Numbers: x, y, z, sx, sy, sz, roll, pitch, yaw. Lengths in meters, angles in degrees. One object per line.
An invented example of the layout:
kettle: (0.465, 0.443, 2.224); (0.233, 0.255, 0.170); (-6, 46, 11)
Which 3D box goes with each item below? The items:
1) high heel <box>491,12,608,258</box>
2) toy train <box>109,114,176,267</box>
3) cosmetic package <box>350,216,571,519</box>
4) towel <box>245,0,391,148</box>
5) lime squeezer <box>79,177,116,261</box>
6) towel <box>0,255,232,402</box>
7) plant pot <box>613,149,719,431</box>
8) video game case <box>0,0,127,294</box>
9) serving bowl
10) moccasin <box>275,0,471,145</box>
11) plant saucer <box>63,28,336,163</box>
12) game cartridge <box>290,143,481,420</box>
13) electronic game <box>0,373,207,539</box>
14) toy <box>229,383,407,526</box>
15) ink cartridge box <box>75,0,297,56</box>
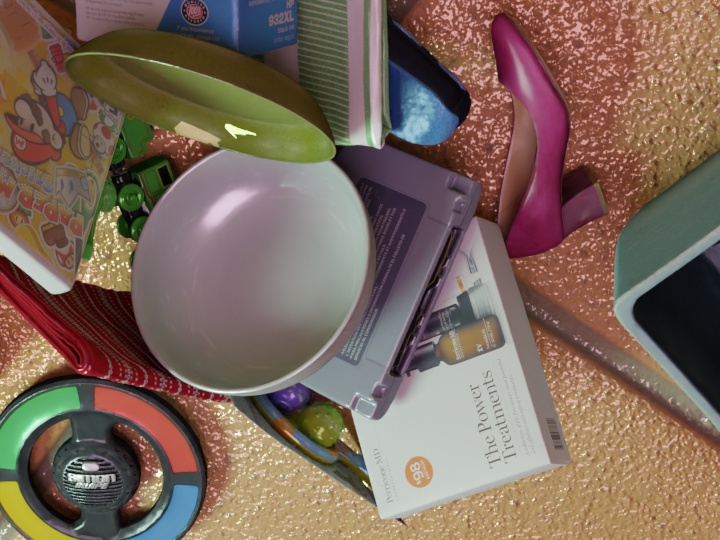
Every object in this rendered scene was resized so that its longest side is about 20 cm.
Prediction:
high heel: (0.119, -0.098, 1.127); (0.096, 0.067, 0.201); (-27, 116, 3)
toy train: (-0.173, -0.059, 1.170); (0.056, 0.042, 0.201); (-29, 115, -25)
cosmetic package: (0.062, 0.078, 1.144); (0.150, 0.052, 0.201); (-23, 74, 25)
towel: (-0.069, -0.171, 1.078); (0.199, 0.023, 0.153); (10, 116, 28)
lime squeezer: (-0.218, -0.041, 1.139); (0.038, 0.200, 0.071); (10, 87, -23)
towel: (-0.191, 0.046, 1.126); (0.145, 0.200, 0.023); (40, 99, 29)
plant pot: (0.312, -0.009, 1.091); (0.196, 0.200, 0.196); (-38, 109, 20)
video game case: (-0.246, -0.112, 1.002); (0.023, 0.183, 0.200); (-12, 140, 30)
serving bowl: (-0.074, 0.004, 1.115); (0.199, 0.201, 0.066); (-23, 155, 13)
moccasin: (-0.004, -0.166, 1.098); (0.200, 0.068, 0.081); (44, 126, 7)
plant saucer: (-0.108, -0.125, 1.021); (0.199, 0.200, 0.031); (18, 82, -6)
game cartridge: (0.000, 0.000, 1.140); (0.133, 0.041, 0.201); (25, 93, 26)
electronic game: (-0.236, 0.181, 1.298); (0.199, 0.042, 0.201); (1, 116, 3)
toy: (-0.034, 0.125, 1.206); (0.047, 0.115, 0.200); (-45, 119, 3)
ink cartridge box: (-0.123, -0.258, 1.012); (0.145, 0.084, 0.201); (12, 112, 29)
